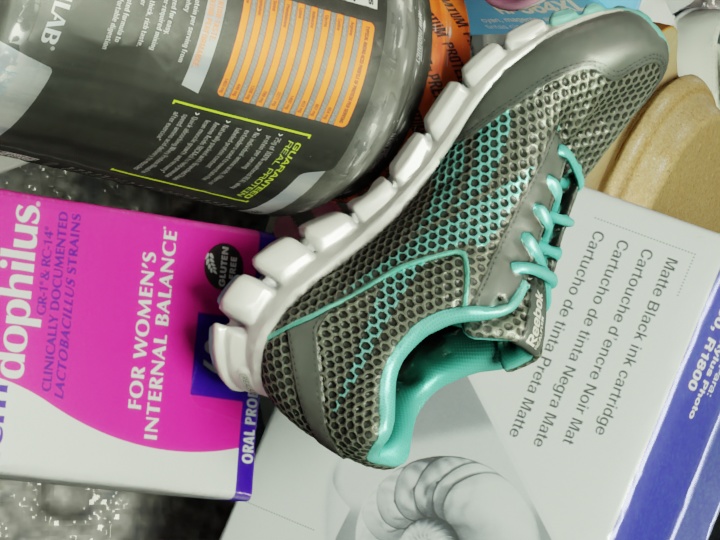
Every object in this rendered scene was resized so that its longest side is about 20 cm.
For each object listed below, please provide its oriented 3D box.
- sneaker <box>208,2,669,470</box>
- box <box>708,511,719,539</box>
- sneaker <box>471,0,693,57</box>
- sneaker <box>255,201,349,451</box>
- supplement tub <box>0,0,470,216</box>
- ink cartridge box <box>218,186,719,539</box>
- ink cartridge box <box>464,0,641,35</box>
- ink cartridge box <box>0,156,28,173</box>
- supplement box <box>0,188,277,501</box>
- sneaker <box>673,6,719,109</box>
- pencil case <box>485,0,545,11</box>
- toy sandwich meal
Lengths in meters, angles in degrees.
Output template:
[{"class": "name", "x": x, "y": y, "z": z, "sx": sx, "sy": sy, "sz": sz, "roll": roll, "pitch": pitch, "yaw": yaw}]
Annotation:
[{"class": "sneaker", "x": 0.045, "y": -0.007, "z": 1.059, "sx": 0.200, "sy": 0.091, "sz": 0.078, "roll": -44, "pitch": 149, "yaw": -2}, {"class": "box", "x": 0.160, "y": 0.099, "z": 1.219, "sx": 0.200, "sy": 0.104, "sz": 0.183, "roll": 10, "pitch": 96, "yaw": -63}, {"class": "sneaker", "x": 0.132, "y": -0.143, "z": 1.271, "sx": 0.200, "sy": 0.115, "sz": 0.075, "roll": -46, "pitch": 113, "yaw": -28}, {"class": "sneaker", "x": 0.000, "y": 0.000, "z": 1.191, "sx": 0.070, "sy": 0.082, "sz": 0.201, "roll": 20, "pitch": 77, "yaw": -34}, {"class": "supplement tub", "x": -0.067, "y": -0.089, "z": 1.068, "sx": 0.200, "sy": 0.122, "sz": 0.123, "roll": 14, "pitch": 80, "yaw": -34}, {"class": "ink cartridge box", "x": 0.065, "y": 0.067, "z": 1.107, "sx": 0.200, "sy": 0.200, "sz": 0.041, "roll": -68, "pitch": 161, "yaw": -6}, {"class": "ink cartridge box", "x": 0.023, "y": -0.195, "z": 1.170, "sx": 0.200, "sy": 0.125, "sz": 0.129, "roll": 34, "pitch": 70, "yaw": -41}, {"class": "ink cartridge box", "x": -0.113, "y": -0.154, "z": 1.139, "sx": 0.176, "sy": 0.045, "sz": 0.201, "roll": -24, "pitch": 102, "yaw": -33}, {"class": "supplement box", "x": -0.141, "y": 0.024, "z": 1.078, "sx": 0.200, "sy": 0.103, "sz": 0.102, "roll": 8, "pitch": 85, "yaw": -34}, {"class": "sneaker", "x": 0.198, "y": -0.040, "z": 1.340, "sx": 0.200, "sy": 0.071, "sz": 0.073, "roll": 45, "pitch": 65, "yaw": -30}, {"class": "pencil case", "x": 0.119, "y": -0.141, "z": 1.122, "sx": 0.200, "sy": 0.083, "sz": 0.087, "roll": -7, "pitch": 120, "yaw": -44}, {"class": "toy sandwich meal", "x": 0.094, "y": -0.002, "z": 1.244, "sx": 0.205, "sy": 0.070, "sz": 0.206, "roll": -54, "pitch": 155, "yaw": -41}]
